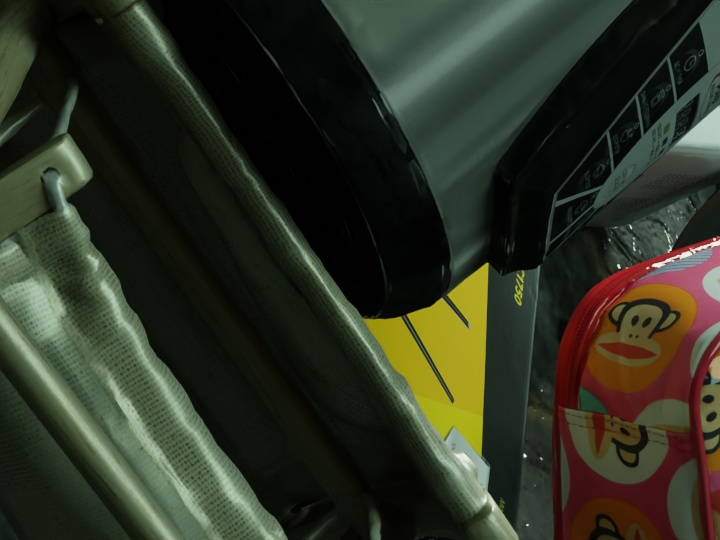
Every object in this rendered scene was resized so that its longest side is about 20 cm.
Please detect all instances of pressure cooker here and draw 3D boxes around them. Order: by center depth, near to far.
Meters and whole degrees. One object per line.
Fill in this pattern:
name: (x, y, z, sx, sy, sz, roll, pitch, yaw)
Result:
pressure cooker: (0.031, -0.107, 0.796, 0.176, 0.200, 0.179, 30, -26, 56)

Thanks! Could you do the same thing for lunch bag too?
lunch bag: (0.149, 0.086, 0.996, 0.176, 0.082, 0.201, -19, 113, -43)

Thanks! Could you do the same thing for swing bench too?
swing bench: (-0.064, 0.038, 0.727, 0.199, 0.129, 0.200, 55, 31, -16)

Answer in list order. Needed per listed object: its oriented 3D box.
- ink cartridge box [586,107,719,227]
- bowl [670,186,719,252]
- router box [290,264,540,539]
ink cartridge box: (0.090, -0.124, 1.160, 0.175, 0.084, 0.201, 2, 67, -60)
bowl: (0.192, 0.029, 1.132, 0.105, 0.201, 0.202, 16, 53, -31)
router box: (0.000, 0.000, 0.943, 0.149, 0.051, 0.201, 48, 32, -31)
